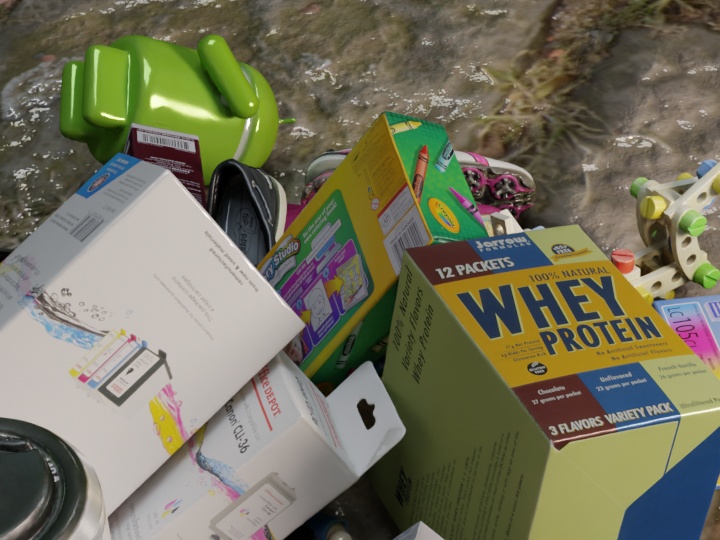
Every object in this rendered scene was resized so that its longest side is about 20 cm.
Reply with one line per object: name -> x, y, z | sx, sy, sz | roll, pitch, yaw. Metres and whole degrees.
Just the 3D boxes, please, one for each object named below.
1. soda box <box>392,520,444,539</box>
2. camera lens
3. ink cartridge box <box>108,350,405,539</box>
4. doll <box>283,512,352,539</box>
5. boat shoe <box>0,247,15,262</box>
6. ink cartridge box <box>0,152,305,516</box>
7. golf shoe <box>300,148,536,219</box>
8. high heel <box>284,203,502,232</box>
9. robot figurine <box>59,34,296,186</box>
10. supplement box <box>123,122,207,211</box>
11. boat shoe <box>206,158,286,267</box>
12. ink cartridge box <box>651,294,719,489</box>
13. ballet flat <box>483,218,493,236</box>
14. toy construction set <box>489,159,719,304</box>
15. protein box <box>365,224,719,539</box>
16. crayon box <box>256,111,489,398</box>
soda box -> 0.080, 0.235, 0.986 | 0.200, 0.068, 0.063 | 39, 38, -14
camera lens -> -0.224, 0.200, 1.031 | 0.160, 0.200, 0.160 | -2, 38, 1
ink cartridge box -> -0.075, 0.125, 1.137 | 0.200, 0.068, 0.116 | -38, 27, 4
doll -> -0.067, 0.206, 1.134 | 0.136, 0.048, 0.200 | -17, 34, 16
boat shoe -> -0.280, 0.014, 1.337 | 0.200, 0.057, 0.067 | -3, 57, 34
ink cartridge box -> -0.171, 0.044, 1.152 | 0.200, 0.145, 0.147 | -44, 20, -9
golf shoe -> 0.051, -0.081, 1.477 | 0.200, 0.073, 0.092 | 2, 37, 6
high heel -> 0.015, -0.040, 1.433 | 0.200, 0.067, 0.096 | -18, 50, 1
robot figurine -> -0.159, -0.135, 1.492 | 0.200, 0.175, 0.116 | 11, 69, -34
supplement box -> -0.162, -0.023, 1.358 | 0.061, 0.109, 0.200 | 11, 28, -15
boat shoe -> -0.096, 0.002, 1.332 | 0.074, 0.066, 0.199 | -6, 62, 23
ink cartridge box -> 0.323, 0.080, 1.256 | 0.200, 0.076, 0.136 | -5, 38, -5
ballet flat -> 0.027, 0.013, 1.365 | 0.200, 0.071, 0.071 | -13, 39, -4
toy construction set -> 0.195, -0.009, 1.328 | 0.200, 0.131, 0.092 | -13, 39, -13
protein box -> 0.114, 0.111, 1.113 | 0.135, 0.199, 0.200 | -8, 37, -23
crayon box -> 0.000, 0.000, 1.217 | 0.058, 0.200, 0.119 | 12, 44, -35
